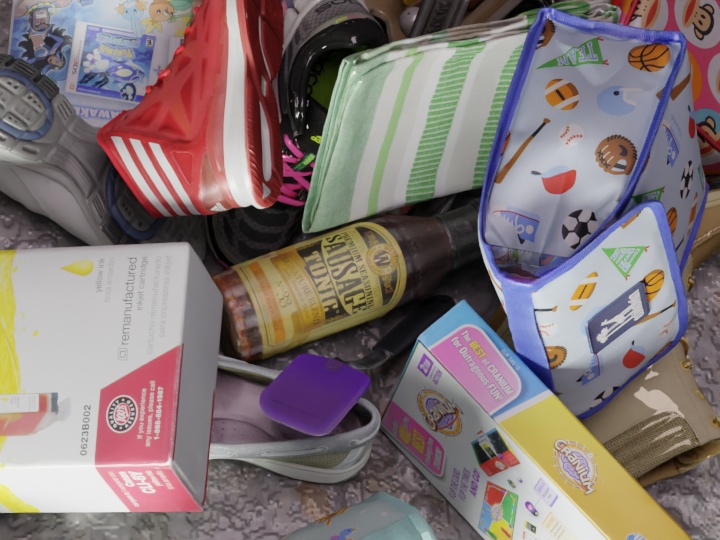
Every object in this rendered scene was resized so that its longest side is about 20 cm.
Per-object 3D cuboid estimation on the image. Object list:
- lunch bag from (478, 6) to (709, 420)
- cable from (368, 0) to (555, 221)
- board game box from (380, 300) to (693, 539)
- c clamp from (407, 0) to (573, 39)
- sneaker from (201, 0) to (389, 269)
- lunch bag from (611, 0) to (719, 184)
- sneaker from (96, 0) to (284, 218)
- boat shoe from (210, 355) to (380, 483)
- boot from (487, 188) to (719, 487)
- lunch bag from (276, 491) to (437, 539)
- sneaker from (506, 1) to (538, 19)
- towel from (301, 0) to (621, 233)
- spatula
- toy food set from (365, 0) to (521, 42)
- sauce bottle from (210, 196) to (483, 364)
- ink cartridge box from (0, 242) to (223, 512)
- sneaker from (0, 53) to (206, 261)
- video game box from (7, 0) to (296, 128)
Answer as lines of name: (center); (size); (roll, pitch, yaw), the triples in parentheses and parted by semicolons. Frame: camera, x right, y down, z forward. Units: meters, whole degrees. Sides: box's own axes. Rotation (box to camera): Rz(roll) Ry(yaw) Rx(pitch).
lunch bag: (0.140, -0.027, 1.598); (0.123, 0.170, 0.200); (11, 59, 21)
cable: (0.064, -0.103, 1.725); (0.200, 0.050, 0.097); (-40, 82, 2)
board game box: (0.102, 0.128, 1.602); (0.040, 0.153, 0.200); (-39, 78, -22)
c clamp: (0.108, -0.161, 1.660); (0.170, 0.200, 0.027); (-2, 46, -34)
sneaker: (-0.038, -0.085, 1.666); (0.074, 0.087, 0.200); (21, 99, -30)
lunch bag: (0.221, -0.174, 1.762); (0.176, 0.082, 0.200); (39, 59, -23)
sneaker: (-0.112, -0.124, 1.623); (0.115, 0.078, 0.201); (-10, 58, 16)
boat shoe: (-0.088, 0.085, 1.634); (0.201, 0.065, 0.075); (13, 64, -3)
boot: (0.203, 0.047, 1.696); (0.200, 0.073, 0.156); (-28, 70, -16)
lunch bag: (-0.041, 0.216, 1.511); (0.170, 0.200, 0.122); (-23, 72, -20)
sneaker: (0.112, -0.184, 1.797); (0.089, 0.067, 0.201); (2, 73, 12)
towel: (0.065, -0.098, 1.654); (0.199, 0.153, 0.023); (-15, 52, -27)
spatula: (0.006, 0.053, 1.645); (0.056, 0.021, 0.200); (19, 27, 25)
toy food set: (0.073, -0.223, 1.718); (0.060, 0.200, 0.144); (40, 21, -26)
sauce bottle: (0.000, 0.000, 1.684); (0.199, 0.066, 0.066); (-22, 72, -16)
ink cartridge box: (-0.193, 0.067, 1.576); (0.199, 0.083, 0.146); (-2, 66, 12)
sneaker: (-0.184, -0.061, 1.680); (0.200, 0.087, 0.075); (40, 62, -12)
video game box: (-0.126, -0.179, 1.700); (0.199, 0.047, 0.183); (7, 104, -8)
